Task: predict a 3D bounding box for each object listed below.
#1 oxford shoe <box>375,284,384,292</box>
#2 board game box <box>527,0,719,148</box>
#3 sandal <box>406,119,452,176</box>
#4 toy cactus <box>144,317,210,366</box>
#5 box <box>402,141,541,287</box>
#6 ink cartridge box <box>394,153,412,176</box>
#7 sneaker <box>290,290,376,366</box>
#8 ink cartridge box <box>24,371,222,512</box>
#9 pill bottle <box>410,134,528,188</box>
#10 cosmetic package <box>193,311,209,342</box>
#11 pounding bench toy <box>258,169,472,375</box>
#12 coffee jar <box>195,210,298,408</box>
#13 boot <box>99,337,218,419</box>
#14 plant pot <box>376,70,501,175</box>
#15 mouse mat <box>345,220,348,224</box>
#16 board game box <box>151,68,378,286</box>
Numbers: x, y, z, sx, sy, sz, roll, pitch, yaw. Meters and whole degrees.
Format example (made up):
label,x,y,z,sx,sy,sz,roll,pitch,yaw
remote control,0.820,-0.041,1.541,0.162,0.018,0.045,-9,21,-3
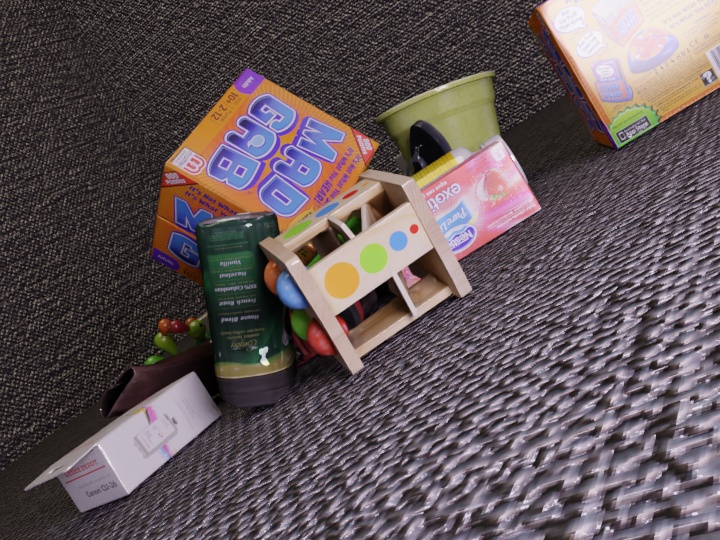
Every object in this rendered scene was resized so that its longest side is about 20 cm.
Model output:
label,x,y,z,sx,sy,sz,roll,pitch,yaw
oxford shoe,0.000,0.000,1.083,0.073,0.084,0.201,92,-161,-45
board game box,0.357,-0.301,1.017,0.199,0.201,0.200,-31,6,14
sandal,0.101,-0.123,1.157,0.043,0.201,0.076,-33,42,-31
toy cactus,-0.241,0.140,1.188,0.164,0.103,0.201,-4,-47,-31
box,0.109,-0.067,0.968,0.199,0.095,0.103,-32,5,10
ink cartridge box,0.133,-0.175,1.522,0.076,0.148,0.200,-35,4,-8
sneaker,-0.056,0.061,0.940,0.200,0.071,0.098,-26,9,40
ink cartridge box,-0.270,0.207,0.905,0.116,0.068,0.200,-29,5,39
pill bottle,0.123,-0.098,1.075,0.199,0.112,0.111,-33,5,8
cosmetic package,-0.196,0.084,1.388,0.199,0.106,0.071,-36,8,-16
pounding bench toy,-0.018,-0.006,0.789,0.155,0.125,0.200,-34,19,-10
coffee jar,-0.119,0.041,0.839,0.085,0.202,0.104,-7,6,3
boot,-0.232,0.134,1.043,0.200,0.073,0.166,-46,-27,24
plant pot,0.147,-0.186,1.233,0.199,0.186,0.200,-20,4,1
mouse mat,-0.082,-0.102,1.179,0.161,0.199,0.008,-51,11,54
board game box,-0.127,-0.090,1.025,0.200,0.199,0.200,-61,0,-37
